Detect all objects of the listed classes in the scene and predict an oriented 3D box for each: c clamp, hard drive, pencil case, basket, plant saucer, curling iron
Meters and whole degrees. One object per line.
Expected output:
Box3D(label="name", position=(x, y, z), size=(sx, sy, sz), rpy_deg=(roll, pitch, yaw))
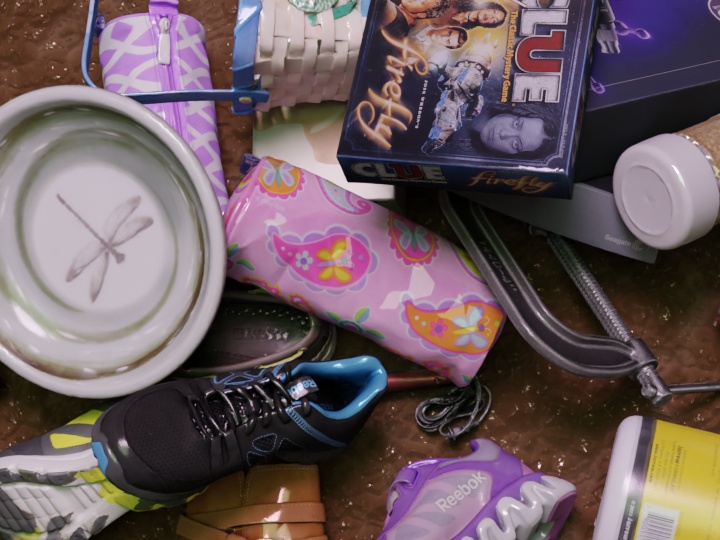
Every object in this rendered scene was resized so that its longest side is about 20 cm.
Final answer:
Box3D(label="c clamp", position=(0.136, 0.012, 0.949), size=(0.027, 0.170, 0.200), rpy_deg=(-51, 59, 32))
Box3D(label="hard drive", position=(0.118, -0.091, 0.964), size=(0.199, 0.042, 0.135), rpy_deg=(21, 47, -1))
Box3D(label="pencil case", position=(0.000, 0.000, 0.940), size=(0.199, 0.087, 0.088), rpy_deg=(24, 78, -5))
Box3D(label="pencil case", position=(-0.134, -0.089, 1.019), size=(0.084, 0.085, 0.201), rpy_deg=(-3, 73, -30))
Box3D(label="basket", position=(-0.078, -0.191, 0.937), size=(0.199, 0.139, 0.177), rpy_deg=(-1, 75, -2))
Box3D(label="plant saucer", position=(-0.172, -0.020, 0.929), size=(0.199, 0.050, 0.201), rpy_deg=(3, 102, 16))
Box3D(label="curling iron", position=(-0.011, 0.088, 0.982), size=(0.199, 0.026, 0.050), rpy_deg=(2, 70, 8))

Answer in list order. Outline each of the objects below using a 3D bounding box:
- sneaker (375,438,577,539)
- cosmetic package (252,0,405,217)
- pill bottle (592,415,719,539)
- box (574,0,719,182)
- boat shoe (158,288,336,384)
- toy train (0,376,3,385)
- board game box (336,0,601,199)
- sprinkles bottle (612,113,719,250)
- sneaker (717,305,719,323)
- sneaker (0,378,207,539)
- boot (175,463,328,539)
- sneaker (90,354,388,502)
Box3D(label="sneaker", position=(0.041, 0.166, 0.904), size=(0.200, 0.081, 0.088), rpy_deg=(-24, 55, -36))
Box3D(label="cosmetic package", position=(-0.021, -0.131, 1.024), size=(0.105, 0.071, 0.201), rpy_deg=(-4, 74, 7))
Box3D(label="pill bottle", position=(0.246, 0.164, 0.883), size=(0.199, 0.112, 0.112), rpy_deg=(13, 76, 10))
Box3D(label="box", position=(0.163, -0.142, 0.944), size=(0.199, 0.079, 0.141), rpy_deg=(-16, 61, -31))
Box3D(label="boat shoe", position=(-0.118, 0.045, 0.991), size=(0.199, 0.060, 0.072), rpy_deg=(-2, 76, 7))
Box3D(label="toy train", position=(-0.232, 0.035, 0.995), size=(0.200, 0.034, 0.046), rpy_deg=(-45, 75, 13))
Box3D(label="board game box", position=(0.072, -0.143, 0.852), size=(0.135, 0.035, 0.201), rpy_deg=(5, 68, 15))
Box3D(label="sprinkles bottle", position=(0.255, -0.075, 0.920), size=(0.199, 0.068, 0.068), rpy_deg=(-22, 70, -28))
Box3D(label="sneaker", position=(0.310, -0.011, 0.944), size=(0.200, 0.084, 0.121), rpy_deg=(-43, 83, -5))
Box3D(label="sneaker", position=(-0.176, 0.130, 0.976), size=(0.199, 0.085, 0.075), rpy_deg=(-14, 116, 19))
Box3D(label="boot", position=(-0.032, 0.205, 0.936), size=(0.199, 0.077, 0.156), rpy_deg=(0, 70, 15))
Box3D(label="sneaker", position=(-0.072, 0.085, 0.886), size=(0.199, 0.082, 0.073), rpy_deg=(-9, 65, -41))
